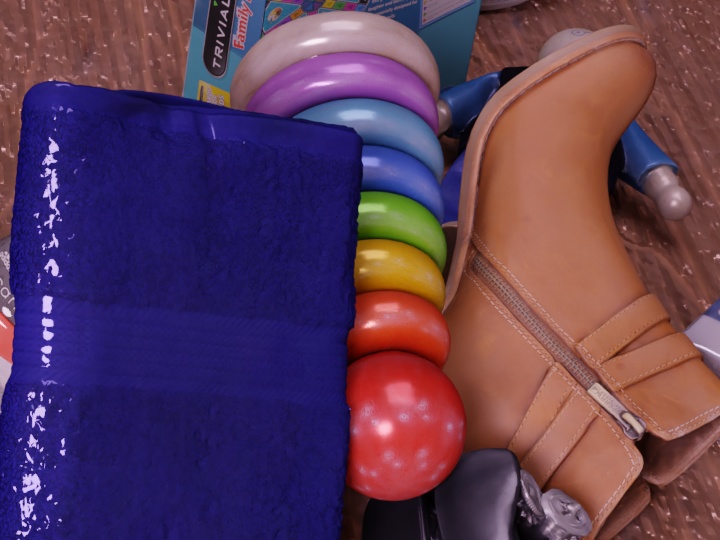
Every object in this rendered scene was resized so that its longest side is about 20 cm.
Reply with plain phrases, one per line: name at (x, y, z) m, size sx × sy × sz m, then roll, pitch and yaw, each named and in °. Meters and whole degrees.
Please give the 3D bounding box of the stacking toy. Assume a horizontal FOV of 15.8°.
stacking toy at (0.000, 0.000, 0.988) m, size 0.085 × 0.086 × 0.201 m, roll 2°, pitch 53°, yaw -13°

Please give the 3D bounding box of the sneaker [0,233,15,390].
sneaker at (-0.060, 0.024, 0.957) m, size 0.200 × 0.082 × 0.077 m, roll 24°, pitch 28°, yaw -53°

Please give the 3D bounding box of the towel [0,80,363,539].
towel at (-0.065, 0.041, 0.878) m, size 0.147 × 0.201 × 0.049 m, roll 7°, pitch -5°, yaw -44°

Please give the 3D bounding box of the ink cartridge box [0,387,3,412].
ink cartridge box at (-0.211, 0.043, 0.967) m, size 0.199 × 0.060 × 0.104 m, roll 1°, pitch 35°, yaw -14°

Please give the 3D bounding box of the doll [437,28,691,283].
doll at (0.088, -0.049, 1.200) m, size 0.136 × 0.049 × 0.200 m, roll 15°, pitch 37°, yaw 5°

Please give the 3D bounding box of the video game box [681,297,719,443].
video game box at (0.252, 0.042, 1.116) m, size 0.182 × 0.047 × 0.200 m, roll 28°, pitch 37°, yaw 21°

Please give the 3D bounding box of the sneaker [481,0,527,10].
sneaker at (0.019, -0.197, 1.375) m, size 0.199 × 0.074 × 0.118 m, roll -4°, pitch 42°, yaw -17°

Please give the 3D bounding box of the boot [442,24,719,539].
boot at (0.095, 0.008, 1.052) m, size 0.154 × 0.074 × 0.200 m, roll 37°, pitch 78°, yaw 24°

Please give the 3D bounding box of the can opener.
can opener at (0.055, 0.138, 0.918) m, size 0.063 × 0.079 × 0.200 m, roll 38°, pitch 22°, yaw -34°

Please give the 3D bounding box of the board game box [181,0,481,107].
board game box at (-0.004, -0.148, 1.186) m, size 0.151 × 0.201 × 0.047 m, roll -22°, pitch 44°, yaw -40°
